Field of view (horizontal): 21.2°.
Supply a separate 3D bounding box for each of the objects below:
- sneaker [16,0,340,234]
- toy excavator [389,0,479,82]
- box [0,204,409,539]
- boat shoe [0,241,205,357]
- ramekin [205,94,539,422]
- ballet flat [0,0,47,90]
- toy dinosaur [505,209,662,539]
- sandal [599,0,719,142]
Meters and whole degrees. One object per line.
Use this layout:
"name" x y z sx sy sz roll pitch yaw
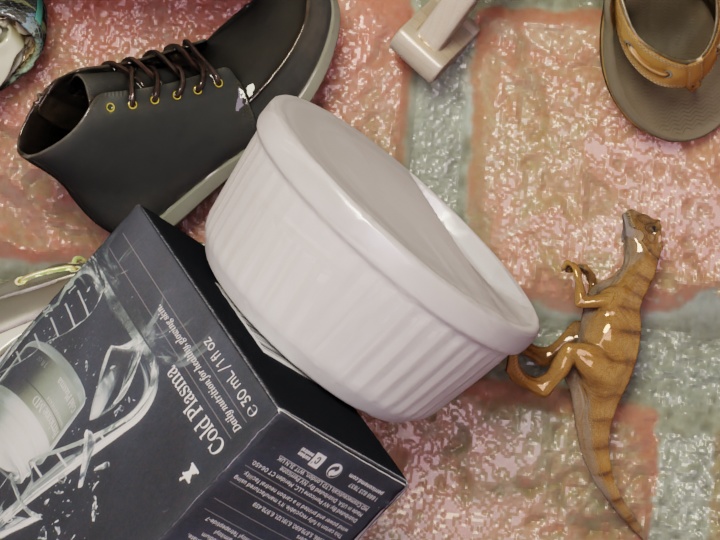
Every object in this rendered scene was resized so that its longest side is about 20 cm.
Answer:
"sneaker" -0.104 -0.110 1.135 0.200 0.106 0.075 -47 46 4
"toy excavator" 0.106 -0.218 1.124 0.100 0.195 0.200 43 65 1
"box" -0.114 0.109 1.070 0.197 0.124 0.200 -48 45 8
"boat shoe" -0.177 0.024 1.169 0.201 0.072 0.060 -23 55 -8
"ramekin" 0.000 0.000 1.102 0.202 0.202 0.094 41 103 1
"ballet flat" -0.272 -0.102 1.166 0.200 0.074 0.074 -42 89 5
"toy dinosaur" 0.140 0.061 1.159 0.105 0.060 0.201 9 92 1
"sandal" 0.179 -0.147 1.103 0.080 0.054 0.201 -20 133 -7
